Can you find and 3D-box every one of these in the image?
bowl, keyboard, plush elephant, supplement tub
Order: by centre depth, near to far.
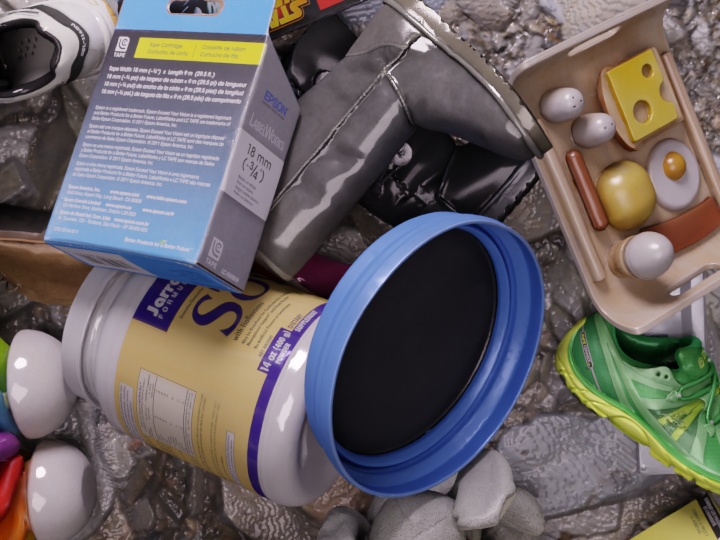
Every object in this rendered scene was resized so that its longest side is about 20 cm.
[{"bbox_3d":[0.044,0.055,0.897,0.039,0.199,0.203,29,108,41],"label":"bowl"},{"bbox_3d":[-0.100,0.069,0.960,0.198,0.145,0.148,20,105,22],"label":"supplement tub"},{"bbox_3d":[0.054,0.206,0.985,0.163,0.155,0.202,-24,99,11],"label":"plush elephant"},{"bbox_3d":[0.235,0.059,1.010,0.055,0.011,0.203,-2,102,12],"label":"keyboard"}]

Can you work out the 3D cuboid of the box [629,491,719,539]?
[{"bbox_3d":[0.207,0.257,1.023,0.199,0.050,0.075,-33,122,12],"label":"box"}]

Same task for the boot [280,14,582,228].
[{"bbox_3d":[0.041,-0.117,0.971,0.200,0.066,0.165,42,91,7],"label":"boot"}]

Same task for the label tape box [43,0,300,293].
[{"bbox_3d":[-0.119,-0.097,0.909,0.143,0.063,0.203,9,76,34],"label":"label tape box"}]

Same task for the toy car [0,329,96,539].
[{"bbox_3d":[-0.307,0.144,1.016,0.172,0.150,0.203,-5,102,8],"label":"toy car"}]

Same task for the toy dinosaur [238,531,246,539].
[{"bbox_3d":[-0.110,0.309,1.080,0.102,0.077,0.201,41,109,9],"label":"toy dinosaur"}]

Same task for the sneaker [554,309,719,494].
[{"bbox_3d":[0.238,0.096,0.973,0.198,0.074,0.084,33,111,3],"label":"sneaker"}]

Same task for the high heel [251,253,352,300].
[{"bbox_3d":[0.000,0.000,1.012,0.198,0.068,0.097,32,70,5],"label":"high heel"}]

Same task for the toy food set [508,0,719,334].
[{"bbox_3d":[0.201,-0.077,0.922,0.142,0.060,0.202,-28,100,-22],"label":"toy food set"}]

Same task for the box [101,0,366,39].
[{"bbox_3d":[-0.099,-0.224,0.943,0.198,0.040,0.139,-17,100,27],"label":"box"}]

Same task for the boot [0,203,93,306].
[{"bbox_3d":[-0.273,-0.011,1.025,0.197,0.074,0.077,4,113,3],"label":"boot"}]

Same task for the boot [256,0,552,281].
[{"bbox_3d":[0.008,-0.073,0.895,0.200,0.073,0.182,-45,57,3],"label":"boot"}]

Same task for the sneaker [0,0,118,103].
[{"bbox_3d":[-0.274,-0.155,0.968,0.197,0.088,0.077,-13,104,25],"label":"sneaker"}]
